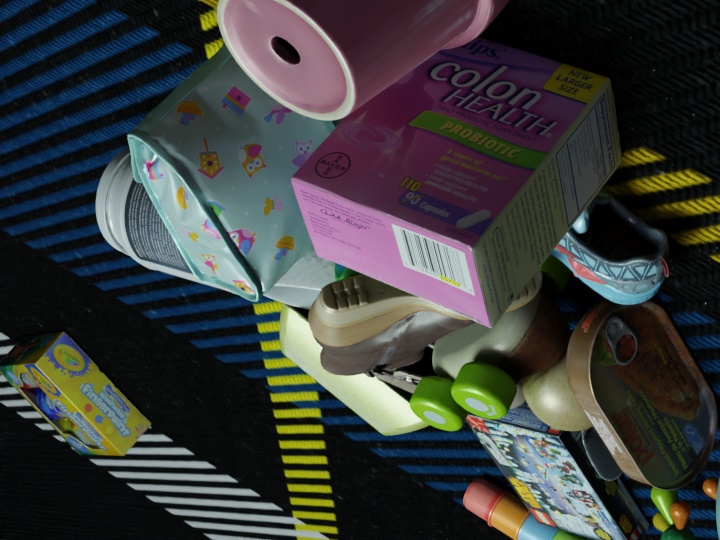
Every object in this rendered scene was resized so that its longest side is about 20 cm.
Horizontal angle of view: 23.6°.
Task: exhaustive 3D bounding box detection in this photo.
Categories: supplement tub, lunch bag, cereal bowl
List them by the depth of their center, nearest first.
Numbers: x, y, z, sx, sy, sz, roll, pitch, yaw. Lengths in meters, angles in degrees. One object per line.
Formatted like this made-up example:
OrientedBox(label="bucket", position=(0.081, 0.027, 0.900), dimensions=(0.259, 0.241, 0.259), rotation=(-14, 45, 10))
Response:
OrientedBox(label="lunch bag", position=(-0.111, -0.102, 1.586), dimensions=(0.122, 0.170, 0.200), rotation=(17, 145, 51))
OrientedBox(label="cereal bowl", position=(0.000, 0.000, 1.695), dimensions=(0.200, 0.083, 0.200), rotation=(11, 171, 2))
OrientedBox(label="supplement tub", position=(-0.166, -0.059, 1.796), dimensions=(0.200, 0.140, 0.140), rotation=(15, 144, 40))

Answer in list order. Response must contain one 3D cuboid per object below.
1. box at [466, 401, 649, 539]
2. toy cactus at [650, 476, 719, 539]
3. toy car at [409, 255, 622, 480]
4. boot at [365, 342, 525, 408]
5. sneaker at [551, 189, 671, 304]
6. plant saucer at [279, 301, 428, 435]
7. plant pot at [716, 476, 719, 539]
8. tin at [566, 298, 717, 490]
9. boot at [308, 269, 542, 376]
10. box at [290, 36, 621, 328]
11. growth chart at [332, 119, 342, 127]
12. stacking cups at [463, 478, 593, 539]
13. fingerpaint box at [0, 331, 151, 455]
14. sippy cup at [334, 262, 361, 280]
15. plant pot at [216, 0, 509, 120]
OrientedBox(label="box", position=(0.207, 0.212, 1.833), dimensions=(0.137, 0.040, 0.200), rotation=(10, 145, 46))
OrientedBox(label="toy cactus", position=(0.341, 0.293, 1.673), dimensions=(0.200, 0.165, 0.102), rotation=(42, 174, 6))
OrientedBox(label="toy car", position=(0.177, 0.099, 1.592), dimensions=(0.200, 0.164, 0.158), rotation=(34, 156, -15))
OrientedBox(label="boot", position=(0.077, 0.097, 1.710), dimensions=(0.200, 0.070, 0.146), rotation=(13, 175, 0))
OrientedBox(label="sneaker", position=(0.172, -0.052, 1.435), dimensions=(0.200, 0.079, 0.096), rotation=(27, 160, 4))
OrientedBox(label="plant saucer", position=(-0.010, 0.110, 1.859), dimensions=(0.200, 0.048, 0.200), rotation=(38, -177, 2))
OrientedBox(label="plant pot", position=(0.395, 0.230, 1.520), dimensions=(0.200, 0.134, 0.200), rotation=(30, 152, 18))
OrientedBox(label="tin", position=(0.252, 0.110, 1.545), dimensions=(0.042, 0.112, 0.200), rotation=(6, 137, 49))
OrientedBox(label="boot", position=(0.055, 0.038, 1.507), dimensions=(0.200, 0.072, 0.166), rotation=(-7, 159, -1))
OrientedBox(label="box", position=(0.079, -0.081, 1.372), dimensions=(0.176, 0.200, 0.097), rotation=(23, 148, 32))
OrientedBox(label="growth chart", position=(-0.024, -0.152, 1.604), dimensions=(0.145, 0.018, 0.200), rotation=(49, 152, -17))
OrientedBox(label="stacking cups", position=(0.208, 0.297, 1.964), dimensions=(0.200, 0.061, 0.061), rotation=(31, 153, 25))
OrientedBox(label="fingerpaint box", position=(-0.438, 0.191, 2.618), dimensions=(0.200, 0.073, 0.167), rotation=(50, 152, -20))
OrientedBox(label="sippy cup", position=(0.055, -0.039, 1.536), dimensions=(0.130, 0.140, 0.178), rotation=(14, 152, -9))
OrientedBox(label="plant pot", position=(-0.004, -0.217, 1.295), dimensions=(0.200, 0.179, 0.200), rotation=(30, 152, 18))
